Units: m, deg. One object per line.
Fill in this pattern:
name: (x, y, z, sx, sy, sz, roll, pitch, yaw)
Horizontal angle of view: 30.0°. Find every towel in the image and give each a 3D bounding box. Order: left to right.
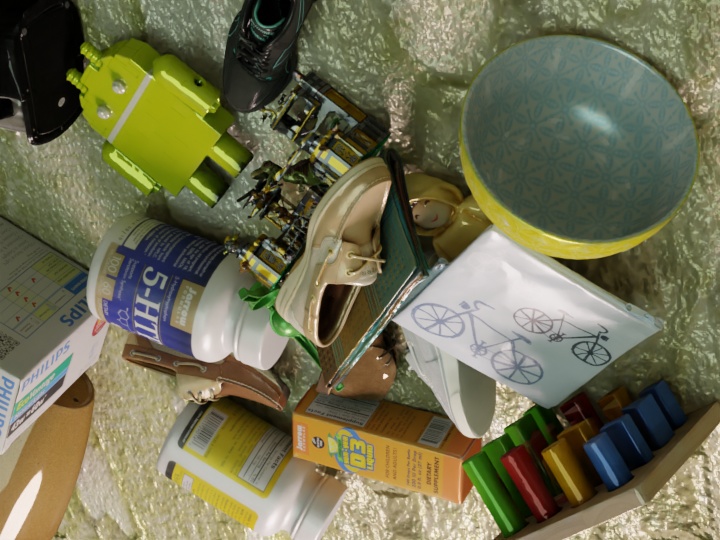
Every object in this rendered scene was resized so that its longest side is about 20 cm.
towel: (0.000, 0.000, 1.264, 0.022, 0.148, 0.200, 6, 142, -27)

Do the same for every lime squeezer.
lime squeezer: (-0.072, 0.047, 1.308, 0.071, 0.038, 0.200, 39, 173, 41)

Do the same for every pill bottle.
pill bottle: (-0.172, 0.027, 1.401, 0.199, 0.120, 0.120, 20, 127, 15)
pill bottle: (-0.118, 0.227, 1.505, 0.199, 0.111, 0.112, 31, 129, 8)

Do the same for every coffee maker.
coffee maker: (-0.390, -0.237, 1.358, 0.198, 0.135, 0.194, 11, 101, 19)

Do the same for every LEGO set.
LEGO set: (-0.070, -0.093, 1.256, 0.116, 0.154, 0.200, 37, 126, 2)

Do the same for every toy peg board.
toy peg board: (0.205, 0.168, 1.258, 0.199, 0.200, 0.098, -35, 86, 38)

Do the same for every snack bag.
snack bag: (0.144, 0.041, 1.216, 0.188, 0.022, 0.200, 30, 144, -9)

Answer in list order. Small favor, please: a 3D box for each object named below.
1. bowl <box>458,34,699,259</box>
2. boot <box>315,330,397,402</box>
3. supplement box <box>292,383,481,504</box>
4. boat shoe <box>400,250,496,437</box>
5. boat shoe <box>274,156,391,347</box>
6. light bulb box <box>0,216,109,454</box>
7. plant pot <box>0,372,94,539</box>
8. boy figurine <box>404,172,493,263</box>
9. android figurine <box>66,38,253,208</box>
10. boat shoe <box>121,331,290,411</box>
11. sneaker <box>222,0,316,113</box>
bowl: (0.172, -0.085, 1.127, 0.199, 0.201, 0.108, 29, 152, 8)
boot: (0.010, 0.066, 1.364, 0.075, 0.074, 0.201, 19, 142, 1)
supplement box: (0.027, 0.183, 1.432, 0.198, 0.069, 0.067, 13, 123, 22)
boat shoe: (0.079, 0.074, 1.342, 0.071, 0.070, 0.202, -3, 114, 40)
boat shoe: (-0.011, -0.012, 1.201, 0.069, 0.073, 0.201, 48, 135, 24)
light bulb box: (-0.411, 0.061, 1.495, 0.199, 0.198, 0.125, 31, 128, 8)
plant pot: (-0.403, 0.203, 1.611, 0.186, 0.186, 0.201, 37, 116, 2)
boy figurine: (0.119, -0.024, 1.256, 0.200, 0.065, 0.124, 41, 132, -5)
android figurine: (-0.204, -0.150, 1.340, 0.200, 0.041, 0.182, 40, 140, -8)
boat shoe: (-0.172, 0.111, 1.470, 0.199, 0.074, 0.076, 24, 164, 19)
sneaker: (-0.091, -0.220, 1.230, 0.075, 0.079, 0.201, 31, 131, 4)
